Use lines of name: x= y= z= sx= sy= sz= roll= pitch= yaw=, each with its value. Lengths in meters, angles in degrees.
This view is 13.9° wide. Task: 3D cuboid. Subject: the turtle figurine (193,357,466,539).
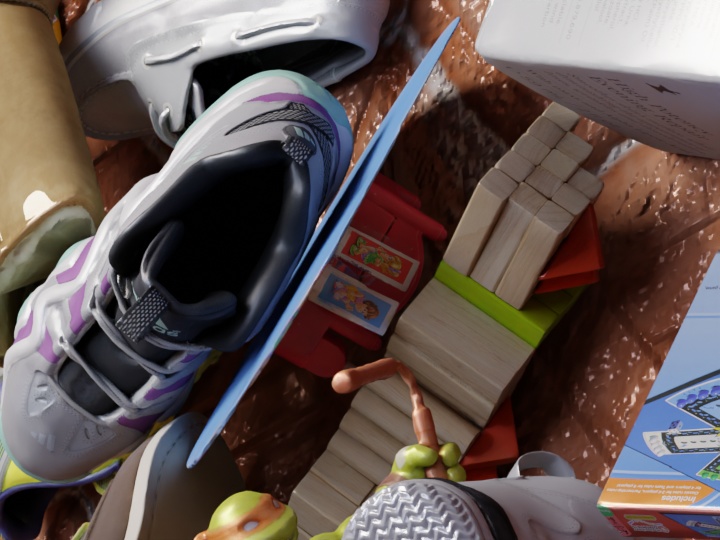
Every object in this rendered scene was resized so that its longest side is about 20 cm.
turtle figurine: x=-0.014 y=0.136 z=0.978 sx=0.064 sy=0.161 sz=0.200 roll=-16 pitch=22 yaw=40

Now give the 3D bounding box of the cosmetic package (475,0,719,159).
cosmetic package: x=0.142 y=-0.078 z=0.973 sx=0.200 sy=0.102 sz=0.074 roll=14 pitch=83 yaw=56

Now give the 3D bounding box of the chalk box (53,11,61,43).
chalk box: x=-0.226 y=-0.092 z=1.434 sx=0.124 sy=0.124 sz=0.200 roll=-42 pitch=42 yaw=30

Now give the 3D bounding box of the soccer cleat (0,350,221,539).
soccer cleat: x=-0.097 y=0.050 z=1.257 sx=0.200 sy=0.065 sz=0.084 roll=-35 pitch=71 yaw=33

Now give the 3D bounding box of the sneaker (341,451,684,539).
sneaker: x=0.081 y=0.146 z=0.951 sx=0.075 sy=0.115 sz=0.200 roll=-38 pitch=78 yaw=34

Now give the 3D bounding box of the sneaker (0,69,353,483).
sneaker: x=-0.082 y=0.015 z=1.125 sx=0.200 sy=0.078 sz=0.140 roll=-54 pitch=5 yaw=15

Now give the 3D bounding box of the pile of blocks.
pile of blocks: x=0.044 y=0.037 z=1.083 sx=0.062 sy=0.082 sz=0.200 roll=35 pitch=115 yaw=9

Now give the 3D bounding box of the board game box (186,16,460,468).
board game box: x=0.000 y=0.000 z=1.130 sx=0.158 sy=0.039 sz=0.200 roll=-55 pitch=5 yaw=50

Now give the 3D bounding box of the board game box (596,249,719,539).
board game box: x=0.168 y=0.035 z=0.867 sx=0.200 sy=0.019 sz=0.103 roll=-2 pitch=49 yaw=45

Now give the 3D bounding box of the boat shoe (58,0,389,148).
boat shoe: x=-0.063 y=-0.087 z=1.277 sx=0.200 sy=0.072 sz=0.069 roll=-18 pitch=57 yaw=36

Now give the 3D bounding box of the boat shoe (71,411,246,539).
boat shoe: x=-0.085 y=0.122 z=1.126 sx=0.059 sy=0.072 sz=0.200 roll=-27 pitch=22 yaw=19

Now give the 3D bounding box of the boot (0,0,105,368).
boot: x=-0.137 y=-0.088 z=1.252 sx=0.200 sy=0.066 sz=0.175 roll=-107 pitch=31 yaw=-44
